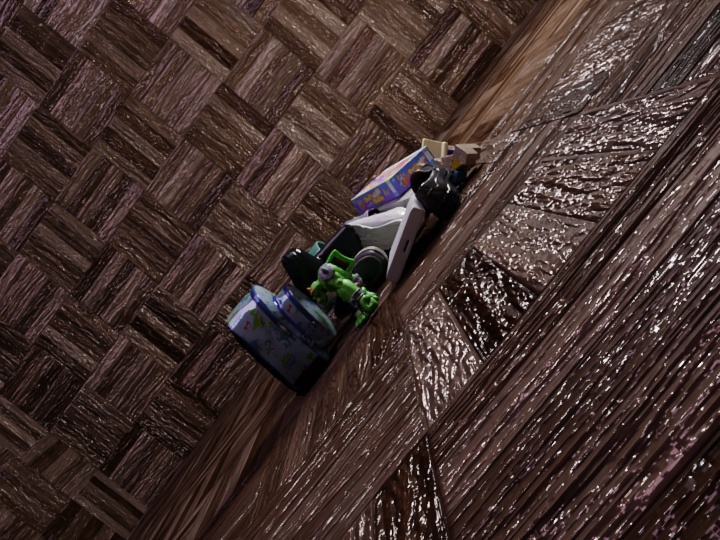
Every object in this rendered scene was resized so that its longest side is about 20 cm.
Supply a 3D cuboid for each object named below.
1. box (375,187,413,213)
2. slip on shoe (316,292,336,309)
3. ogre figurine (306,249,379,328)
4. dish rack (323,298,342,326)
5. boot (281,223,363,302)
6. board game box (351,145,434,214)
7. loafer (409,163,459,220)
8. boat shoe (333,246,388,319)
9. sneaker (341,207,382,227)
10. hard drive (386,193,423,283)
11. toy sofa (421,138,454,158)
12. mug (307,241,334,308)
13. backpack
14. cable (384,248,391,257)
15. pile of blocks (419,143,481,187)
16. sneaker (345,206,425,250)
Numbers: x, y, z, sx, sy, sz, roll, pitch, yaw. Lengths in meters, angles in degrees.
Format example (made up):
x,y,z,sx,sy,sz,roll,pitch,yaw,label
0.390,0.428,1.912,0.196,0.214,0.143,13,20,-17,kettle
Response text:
x,y,z,sx,sy,sz,roll,pitch,yaw,label
0.119,-0.175,1.554,0.144,0.037,0.199,-43,13,-22,box
-0.122,0.087,1.518,0.200,0.060,0.076,-49,7,16,slip on shoe
-0.028,0.032,1.261,0.098,0.119,0.200,-50,4,17,ogre figurine
-0.087,0.132,1.543,0.154,0.054,0.200,-57,8,-34,dish rack
-0.070,-0.029,1.387,0.162,0.073,0.199,-45,-24,-15,boot
0.075,-0.208,1.618,0.134,0.045,0.199,-44,11,-25,board game box
0.123,-0.159,1.247,0.073,0.072,0.200,-56,17,14,loafer
-0.003,0.031,1.388,0.201,0.072,0.063,-55,8,48,boat shoe
0.015,-0.104,1.599,0.088,0.074,0.200,-58,19,2,sneaker
0.082,-0.064,1.263,0.200,0.026,0.134,-70,0,-77,hard drive
0.171,-0.253,1.762,0.200,0.096,0.084,142,138,-72,toy sofa
-0.088,0.018,1.638,0.115,0.184,0.152,-52,49,10,mug
-0.145,0.111,1.328,0.148,0.199,0.183,-51,4,1,backpack
0.085,-0.098,1.562,0.201,0.051,0.163,-53,4,-14,cable
0.181,-0.185,1.329,0.061,0.084,0.199,-7,-4,-23,pile of blocks
0.047,-0.089,1.453,0.197,0.077,0.081,-4,38,37,sneaker
